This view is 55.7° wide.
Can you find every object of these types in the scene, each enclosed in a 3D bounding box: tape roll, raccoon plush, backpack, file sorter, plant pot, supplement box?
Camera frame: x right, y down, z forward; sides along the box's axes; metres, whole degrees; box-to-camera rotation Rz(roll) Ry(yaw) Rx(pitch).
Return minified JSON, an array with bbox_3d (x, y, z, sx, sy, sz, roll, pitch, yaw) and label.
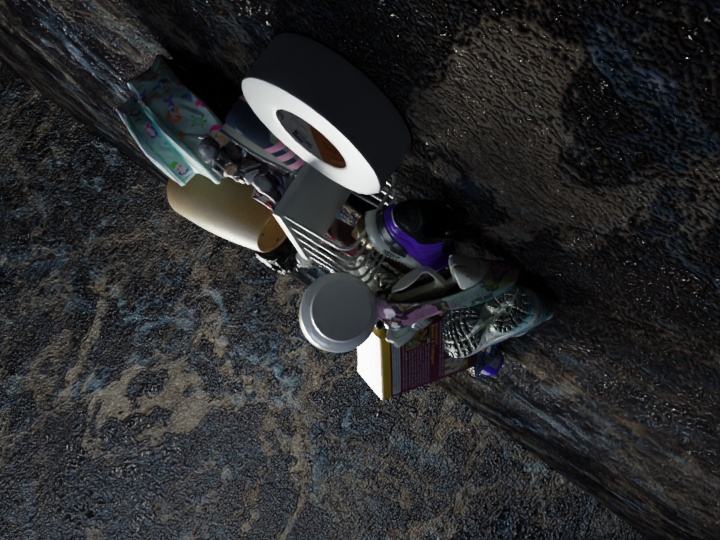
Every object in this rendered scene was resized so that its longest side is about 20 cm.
[{"bbox_3d":[-0.039,-0.175,0.783,0.199,0.066,0.200,36,171,7],"label":"tape roll"},{"bbox_3d":[0.000,0.000,1.201,0.133,0.098,0.199,13,-160,43],"label":"raccoon plush"},{"bbox_3d":[-0.283,-0.229,1.098,0.199,0.151,0.178,38,172,36],"label":"backpack"},{"bbox_3d":[-0.020,-0.077,0.985,0.124,0.140,0.200,30,170,13],"label":"file sorter"},{"bbox_3d":[-0.223,-0.127,1.261,0.199,0.187,0.187,39,173,22],"label":"plant pot"},{"bbox_3d":[0.098,0.118,1.184,0.103,0.198,0.133,41,140,53],"label":"supplement box"}]

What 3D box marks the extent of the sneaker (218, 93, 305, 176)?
[{"bbox_3d":[-0.103,-0.185,0.962,0.070,0.083,0.199,34,-172,38],"label":"sneaker"}]

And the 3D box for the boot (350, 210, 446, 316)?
[{"bbox_3d":[0.070,-0.015,1.102,0.199,0.066,0.175,37,-175,1],"label":"boot"}]

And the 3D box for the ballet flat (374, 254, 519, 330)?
[{"bbox_3d":[0.110,0.019,0.904,0.070,0.198,0.072,-91,-24,-54],"label":"ballet flat"}]

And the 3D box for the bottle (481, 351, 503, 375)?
[{"bbox_3d":[0.222,0.161,1.410,0.083,0.066,0.199,29,179,44],"label":"bottle"}]

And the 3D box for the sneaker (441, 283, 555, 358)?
[{"bbox_3d":[0.195,0.079,0.979,0.085,0.079,0.199,5,161,-32],"label":"sneaker"}]

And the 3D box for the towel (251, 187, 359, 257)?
[{"bbox_3d":[-0.091,-0.099,1.166,0.198,0.023,0.144,31,-166,-14],"label":"towel"}]

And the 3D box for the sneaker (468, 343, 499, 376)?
[{"bbox_3d":[0.224,0.117,1.280,0.076,0.078,0.201,51,164,33],"label":"sneaker"}]

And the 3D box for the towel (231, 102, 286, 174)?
[{"bbox_3d":[-0.122,-0.187,1.145,0.199,0.032,0.191,36,172,3],"label":"towel"}]

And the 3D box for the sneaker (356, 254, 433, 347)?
[{"bbox_3d":[0.035,0.044,1.098,0.075,0.081,0.200,29,-166,-38],"label":"sneaker"}]

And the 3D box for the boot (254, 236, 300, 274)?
[{"bbox_3d":[-0.149,-0.085,1.343,0.197,0.163,0.073,26,167,50],"label":"boot"}]

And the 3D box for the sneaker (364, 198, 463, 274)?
[{"bbox_3d":[0.097,-0.048,0.893,0.099,0.071,0.199,-22,162,29],"label":"sneaker"}]

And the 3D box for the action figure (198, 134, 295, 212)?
[{"bbox_3d":[-0.160,-0.147,1.013,0.199,0.069,0.131,31,-160,-36],"label":"action figure"}]

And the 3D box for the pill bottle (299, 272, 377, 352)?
[{"bbox_3d":[-0.034,0.062,0.988,0.111,0.112,0.200,36,172,-1],"label":"pill bottle"}]
